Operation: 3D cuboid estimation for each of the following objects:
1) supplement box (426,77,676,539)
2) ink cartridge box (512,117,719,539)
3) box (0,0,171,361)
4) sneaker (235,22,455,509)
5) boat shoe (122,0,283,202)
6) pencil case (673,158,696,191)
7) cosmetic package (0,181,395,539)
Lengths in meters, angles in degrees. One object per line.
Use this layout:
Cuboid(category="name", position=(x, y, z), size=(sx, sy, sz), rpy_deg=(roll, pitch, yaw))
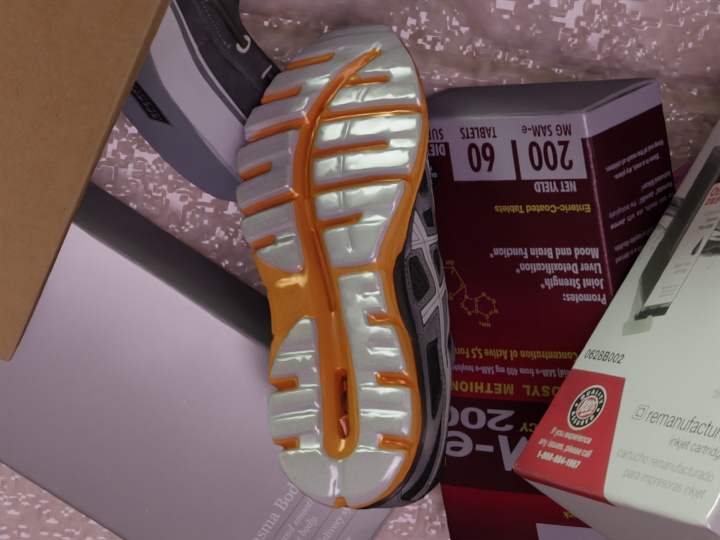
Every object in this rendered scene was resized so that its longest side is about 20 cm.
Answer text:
Cuboid(category="supplement box", position=(0.079, 0.026, 0.943), size=(0.108, 0.061, 0.201), rpy_deg=(0, 108, 39))
Cuboid(category="ink cartridge box", position=(0.164, 0.018, 0.835), size=(0.083, 0.147, 0.201), rpy_deg=(36, 79, -21))
Cuboid(category="box", position=(-0.165, -0.078, 0.824), size=(0.163, 0.021, 0.201), rpy_deg=(28, 124, -1))
Cuboid(category="sneaker", position=(0.000, 0.000, 0.896), size=(0.078, 0.077, 0.201), rpy_deg=(-6, 71, 23))
Cuboid(category="boat shoe", position=(-0.073, -0.103, 0.882), size=(0.066, 0.070, 0.200), rpy_deg=(-58, 143, -17))
Cuboid(category="pencil case", position=(0.198, 0.037, 0.976), size=(0.087, 0.087, 0.201), rpy_deg=(-33, 105, 3))
Cuboid(category="cosmetic package", position=(-0.081, 0.051, 0.947), size=(0.199, 0.090, 0.107), rpy_deg=(31, 101, -15))
